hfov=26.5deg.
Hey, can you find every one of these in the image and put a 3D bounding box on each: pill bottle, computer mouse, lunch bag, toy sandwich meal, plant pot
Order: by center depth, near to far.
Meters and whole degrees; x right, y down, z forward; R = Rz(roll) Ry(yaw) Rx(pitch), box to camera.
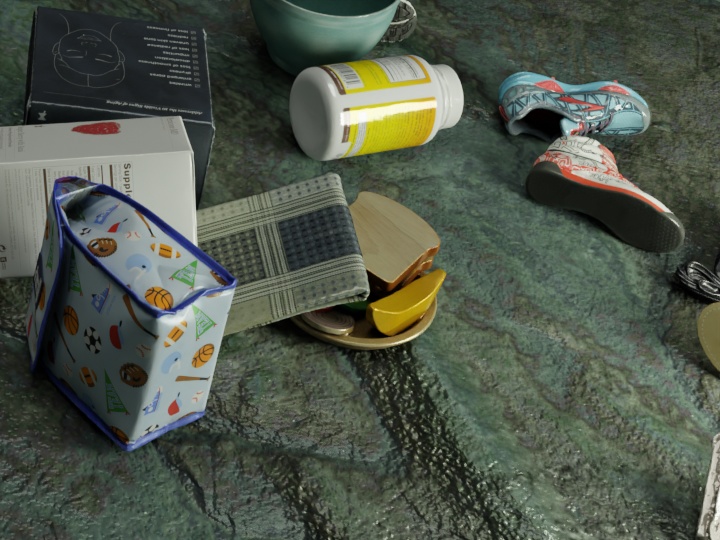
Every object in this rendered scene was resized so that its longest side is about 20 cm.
[{"bbox_3d":[-0.229,0.034,1.393,0.200,0.171,0.123,40,38,27],"label":"lunch bag"},{"bbox_3d":[0.000,0.000,1.597,0.203,0.071,0.206,10,37,-8],"label":"toy sandwich meal"},{"bbox_3d":[0.454,-0.009,1.796,0.137,0.053,0.200,26,49,15],"label":"computer mouse"},{"bbox_3d":[0.022,-0.197,1.824,0.198,0.110,0.109,-11,44,-31],"label":"pill bottle"},{"bbox_3d":[-0.053,-0.328,1.936,0.198,0.135,0.202,8,44,-8],"label":"plant pot"}]

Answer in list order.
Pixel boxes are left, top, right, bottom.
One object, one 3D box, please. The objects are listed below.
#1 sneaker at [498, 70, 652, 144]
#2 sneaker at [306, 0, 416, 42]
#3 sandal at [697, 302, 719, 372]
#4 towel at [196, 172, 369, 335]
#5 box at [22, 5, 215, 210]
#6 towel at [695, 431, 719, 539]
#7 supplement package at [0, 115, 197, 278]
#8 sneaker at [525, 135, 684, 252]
[{"bbox_3d":[0.271,-0.188,1.946,0.197,0.080,0.096,7,47,2],"label":"sneaker"},{"bbox_3d":[-0.024,-0.359,2.056,0.198,0.075,0.080,14,26,-11],"label":"sneaker"},{"bbox_3d":[0.458,0.102,1.650,0.211,0.078,0.070,32,20,11],"label":"sandal"},{"bbox_3d":[-0.099,-0.010,1.564,0.198,0.035,0.194,-15,44,-1],"label":"towel"},{"bbox_3d":[-0.269,-0.179,1.684,0.198,0.125,0.198,6,37,-14],"label":"box"},{"bbox_3d":[0.420,0.227,1.439,0.198,0.035,0.134,13,62,8],"label":"towel"},{"bbox_3d":[-0.266,-0.075,1.510,0.198,0.121,0.121,-5,23,-12],"label":"supplement package"},{"bbox_3d":[0.306,-0.099,1.837,0.200,0.068,0.108,23,40,13],"label":"sneaker"}]
